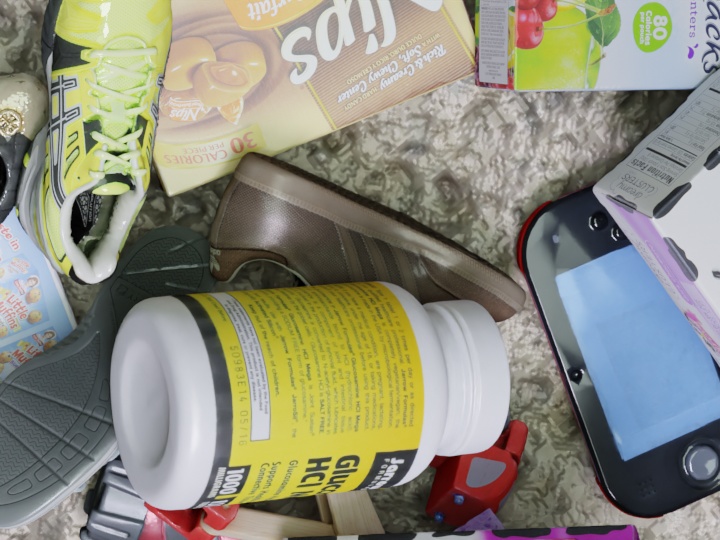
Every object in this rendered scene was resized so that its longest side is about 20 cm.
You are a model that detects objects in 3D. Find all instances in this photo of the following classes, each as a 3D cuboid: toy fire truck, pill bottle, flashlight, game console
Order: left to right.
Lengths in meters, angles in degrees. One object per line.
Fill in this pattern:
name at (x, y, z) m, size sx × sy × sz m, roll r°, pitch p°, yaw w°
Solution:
flashlight at (-0.059, 0.152, 1.586) m, size 0.199 × 0.068 × 0.068 m, roll 17°, pitch 91°, yaw -9°
pill bottle at (-0.025, 0.065, 1.481) m, size 0.199 × 0.112 × 0.113 m, roll -4°, pitch 97°, yaw -26°
toy fire truck at (-0.010, 0.112, 1.562) m, size 0.199 × 0.049 × 0.142 m, roll 25°, pitch 58°, yaw -11°
game console at (0.197, 0.030, 1.629) m, size 0.176 × 0.031 × 0.201 m, roll -21°, pitch 99°, yaw -6°

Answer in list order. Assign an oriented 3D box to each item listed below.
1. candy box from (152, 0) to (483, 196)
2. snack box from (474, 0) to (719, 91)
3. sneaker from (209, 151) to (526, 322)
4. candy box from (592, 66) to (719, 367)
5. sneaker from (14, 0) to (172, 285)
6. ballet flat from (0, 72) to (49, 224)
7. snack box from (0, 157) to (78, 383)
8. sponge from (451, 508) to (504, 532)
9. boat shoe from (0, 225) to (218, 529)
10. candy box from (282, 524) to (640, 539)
candy box at (-0.041, -0.133, 1.562) m, size 0.199 × 0.055 × 0.116 m, roll -22°, pitch 99°, yaw -6°
snack box at (0.163, -0.175, 1.564) m, size 0.199 × 0.053 × 0.143 m, roll -2°, pitch 98°, yaw -26°
sneaker at (0.000, 0.000, 1.565) m, size 0.199 × 0.070 × 0.076 m, roll 25°, pitch 96°, yaw -27°
candy box at (0.258, -0.046, 1.570) m, size 0.200 × 0.071 × 0.168 m, roll -43°, pitch 119°, yaw -8°
sneaker at (-0.132, -0.084, 1.478) m, size 0.075 × 0.076 × 0.201 m, roll -6°, pitch 125°, yaw -26°
ballet flat at (-0.239, -0.027, 1.518) m, size 0.066 × 0.057 × 0.200 m, roll 41°, pitch 90°, yaw -10°
snack box at (-0.215, -0.011, 1.565) m, size 0.071 × 0.024 × 0.201 m, roll -22°, pitch 99°, yaw -7°
sponge at (0.076, 0.233, 1.509) m, size 0.111 × 0.200 × 0.030 m, roll -29°, pitch 143°, yaw -9°
boat shoe at (-0.147, 0.066, 1.535) m, size 0.074 × 0.065 × 0.202 m, roll 29°, pitch 69°, yaw 16°
candy box at (0.052, 0.211, 1.474) m, size 0.198 × 0.061 × 0.137 m, roll -2°, pitch 53°, yaw 13°
